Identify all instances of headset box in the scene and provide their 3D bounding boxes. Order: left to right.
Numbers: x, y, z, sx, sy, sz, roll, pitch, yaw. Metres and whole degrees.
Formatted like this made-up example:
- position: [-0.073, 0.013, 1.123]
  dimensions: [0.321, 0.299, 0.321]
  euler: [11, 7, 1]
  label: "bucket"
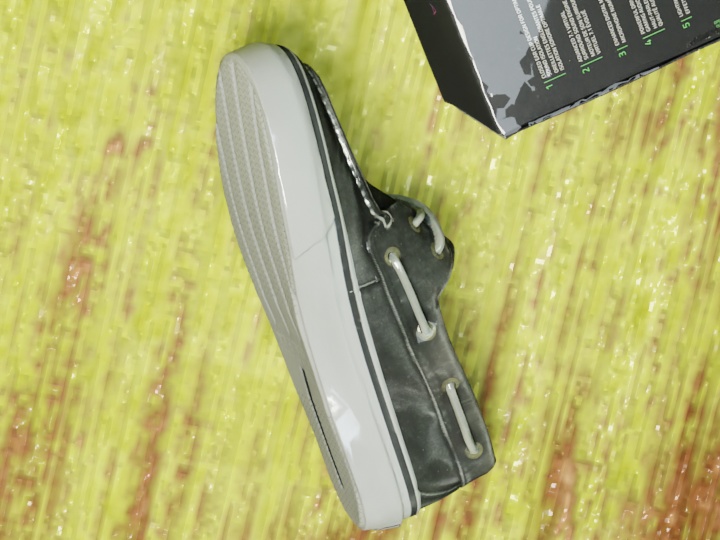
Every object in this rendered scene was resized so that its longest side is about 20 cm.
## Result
- position: [0.087, -0.164, 0.964]
  dimensions: [0.200, 0.093, 0.174]
  euler: [-25, 105, -5]
  label: "headset box"

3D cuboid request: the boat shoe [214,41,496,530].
- position: [0.000, 0.000, 1.000]
  dimensions: [0.071, 0.072, 0.200]
  euler: [-23, 115, -15]
  label: "boat shoe"
